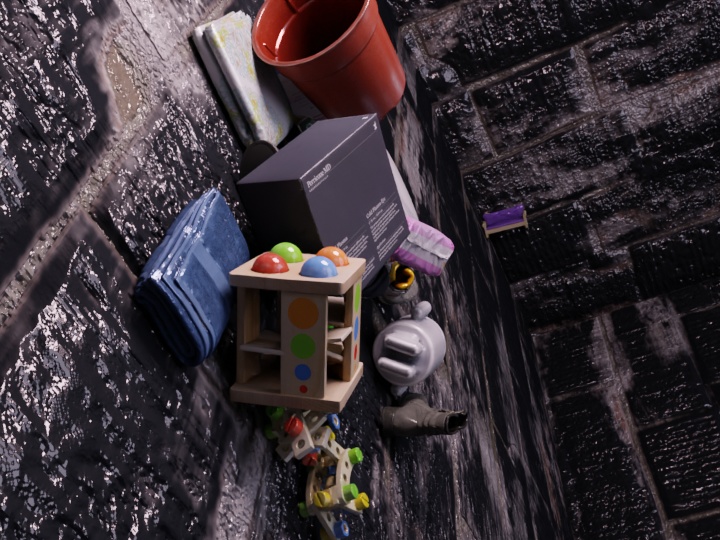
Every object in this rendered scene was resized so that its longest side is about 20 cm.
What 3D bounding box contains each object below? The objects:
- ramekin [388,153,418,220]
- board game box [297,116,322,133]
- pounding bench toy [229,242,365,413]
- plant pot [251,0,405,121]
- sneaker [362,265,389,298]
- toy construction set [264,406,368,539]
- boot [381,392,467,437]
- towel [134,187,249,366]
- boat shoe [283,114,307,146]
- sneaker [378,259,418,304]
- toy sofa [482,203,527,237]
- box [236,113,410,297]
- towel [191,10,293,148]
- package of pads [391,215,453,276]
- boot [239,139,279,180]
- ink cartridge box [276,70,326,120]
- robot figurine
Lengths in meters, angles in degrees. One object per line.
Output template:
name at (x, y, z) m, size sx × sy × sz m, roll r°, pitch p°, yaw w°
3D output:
ramekin at (0.042, -0.143, 1.546) m, size 0.204 × 0.093 × 0.203 m, roll 62°, pitch 11°, yaw -22°
board game box at (-0.024, -0.180, 1.268) m, size 0.136 × 0.028 × 0.200 m, roll 61°, pitch 19°, yaw 6°
pounding bench toy at (-0.059, 0.046, 0.883) m, size 0.200 × 0.123 × 0.158 m, roll -45°, pitch 138°, yaw -73°
plant pot at (-0.033, -0.332, 1.190) m, size 0.195 × 0.199 × 0.203 m, roll 47°, pitch 28°, yaw -51°
sneaker at (0.000, 0.000, 1.271) m, size 0.079 × 0.079 × 0.200 m, roll 35°, pitch -3°, yaw 43°
toy construction set at (-0.056, 0.210, 0.876) m, size 0.201 × 0.091 × 0.132 m, roll 69°, pitch 12°, yaw -45°
boot at (0.122, 0.251, 1.299) m, size 0.200 × 0.129 × 0.069 m, roll -1°, pitch 89°, yaw -71°
towel at (-0.167, 0.002, 0.812) m, size 0.201 × 0.048 × 0.112 m, roll -81°, pitch 149°, yaw -59°
boat shoe at (-0.078, -0.164, 1.258) m, size 0.063 × 0.073 × 0.203 m, roll -1°, pitch 70°, yaw -66°
sneaker at (0.068, 0.024, 1.456) m, size 0.200 × 0.081 × 0.079 m, roll 29°, pitch 76°, yaw -62°
toy sofa at (0.641, -0.221, 3.420) m, size 0.083 × 0.198 × 0.099 m, roll -53°, pitch 128°, yaw -70°
box at (-0.039, -0.079, 1.006) m, size 0.200 × 0.103 × 0.184 m, roll -47°, pitch 129°, yaw -46°
towel at (-0.168, -0.277, 1.137) m, size 0.202 × 0.048 × 0.172 m, roll 65°, pitch 20°, yaw -18°
package of pads at (0.052, -0.060, 1.309) m, size 0.120 × 0.076 × 0.199 m, roll 27°, pitch -1°, yaw -39°
boot at (-0.105, -0.101, 1.113) m, size 0.174 × 0.068 × 0.202 m, roll -65°, pitch 143°, yaw -68°
ink cartridge box at (-0.078, -0.322, 1.353) m, size 0.068 × 0.114 × 0.201 m, roll -89°, pitch 154°, yaw -53°
robot figurine at (0.089, 0.139, 1.367) m, size 0.200 × 0.112 × 0.171 m, roll -8°, pitch 118°, yaw -74°
